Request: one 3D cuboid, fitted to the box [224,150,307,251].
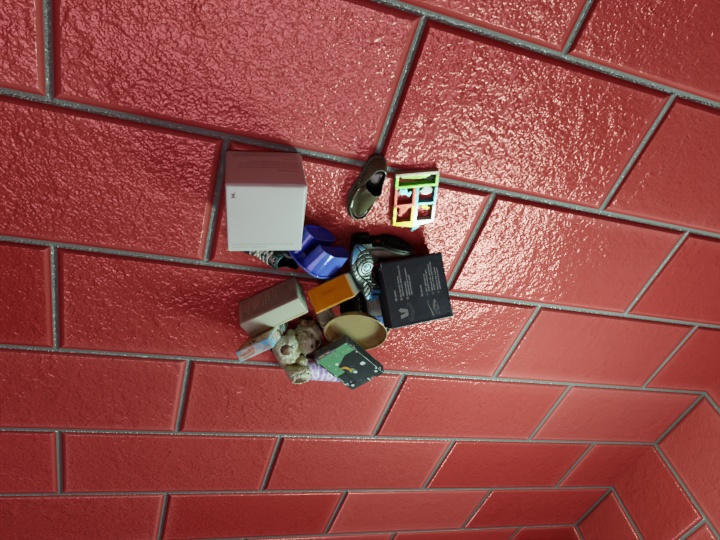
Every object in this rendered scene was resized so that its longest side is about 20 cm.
[{"bbox_3d":[-0.246,-0.178,1.401,0.196,0.172,0.202,-1,128,-13],"label":"box"}]

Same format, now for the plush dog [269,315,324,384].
[{"bbox_3d":[-0.200,0.241,1.788,0.171,0.160,0.202,-32,126,-19],"label":"plush dog"}]

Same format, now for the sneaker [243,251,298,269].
[{"bbox_3d":[-0.260,-0.053,1.558,0.198,0.080,0.072,13,125,-23],"label":"sneaker"}]

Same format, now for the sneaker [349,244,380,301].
[{"bbox_3d":[0.000,0.000,1.610,0.073,0.082,0.202,-25,130,-12],"label":"sneaker"}]

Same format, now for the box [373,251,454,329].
[{"bbox_3d":[0.159,0.062,1.665,0.197,0.117,0.199,-10,88,-11],"label":"box"}]

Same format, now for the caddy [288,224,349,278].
[{"bbox_3d":[-0.124,-0.045,1.538,0.105,0.142,0.199,-45,163,17],"label":"caddy"}]

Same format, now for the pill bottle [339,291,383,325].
[{"bbox_3d":[0.037,0.122,1.755,0.197,0.112,0.113,-4,129,-10],"label":"pill bottle"}]

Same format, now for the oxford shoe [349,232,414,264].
[{"bbox_3d":[0.064,-0.060,1.646,0.197,0.073,0.085,8,130,-5],"label":"oxford shoe"}]

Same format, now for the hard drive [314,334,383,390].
[{"bbox_3d":[-0.036,0.299,1.762,0.139,0.038,0.200,-33,126,22],"label":"hard drive"}]

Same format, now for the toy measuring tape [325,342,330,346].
[{"bbox_3d":[-0.100,0.245,1.860,0.073,0.074,0.203,-11,107,-5],"label":"toy measuring tape"}]

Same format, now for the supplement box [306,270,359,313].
[{"bbox_3d":[-0.073,0.060,1.622,0.125,0.200,0.074,-25,91,8],"label":"supplement box"}]

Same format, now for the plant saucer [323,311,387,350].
[{"bbox_3d":[-0.014,0.183,1.703,0.197,0.036,0.201,2,140,2],"label":"plant saucer"}]

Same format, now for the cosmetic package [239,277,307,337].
[{"bbox_3d":[-0.269,0.113,1.677,0.198,0.104,0.073,-24,131,7],"label":"cosmetic package"}]

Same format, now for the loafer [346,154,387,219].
[{"bbox_3d":[0.018,-0.218,1.502,0.074,0.070,0.201,9,125,-21],"label":"loafer"}]

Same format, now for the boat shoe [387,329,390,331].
[{"bbox_3d":[0.078,0.179,1.836,0.197,0.074,0.075,-3,129,-11],"label":"boat shoe"}]

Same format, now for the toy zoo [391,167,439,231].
[{"bbox_3d":[0.156,-0.199,1.585,0.129,0.021,0.202,-6,129,-10],"label":"toy zoo"}]

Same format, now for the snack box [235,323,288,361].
[{"bbox_3d":[-0.300,0.210,1.689,0.115,0.200,0.037,-25,99,11],"label":"snack box"}]

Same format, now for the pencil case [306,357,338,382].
[{"bbox_3d":[-0.158,0.341,1.907,0.198,0.087,0.084,10,160,-22],"label":"pencil case"}]

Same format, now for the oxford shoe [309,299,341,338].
[{"bbox_3d":[-0.104,0.167,1.763,0.058,0.075,0.201,-45,119,-16],"label":"oxford shoe"}]
